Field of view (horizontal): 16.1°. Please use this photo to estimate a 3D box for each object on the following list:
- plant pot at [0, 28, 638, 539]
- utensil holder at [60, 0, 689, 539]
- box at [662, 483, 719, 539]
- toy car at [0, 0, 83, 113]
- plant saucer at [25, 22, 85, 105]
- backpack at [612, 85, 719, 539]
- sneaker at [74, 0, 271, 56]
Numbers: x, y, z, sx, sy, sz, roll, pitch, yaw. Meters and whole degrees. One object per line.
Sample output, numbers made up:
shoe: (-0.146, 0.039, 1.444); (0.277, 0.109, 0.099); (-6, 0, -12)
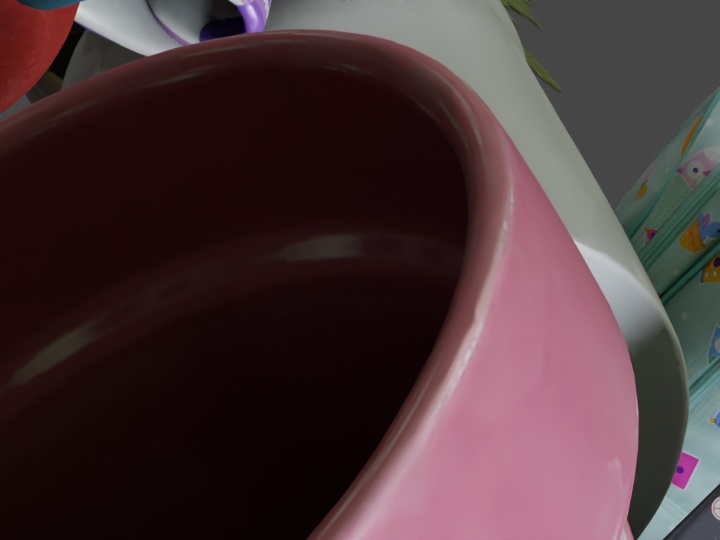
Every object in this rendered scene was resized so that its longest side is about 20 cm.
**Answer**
plant pot: (-0.021, 0.086, 0.465); (0.179, 0.199, 0.200); (55, 6, -31)
utensil holder: (0.000, 0.000, 0.813); (0.170, 0.170, 0.200); (36, 16, -32)
box: (0.096, 0.097, 0.728); (0.035, 0.200, 0.110); (47, 13, 13)
toy car: (-0.109, -0.014, 0.619); (0.177, 0.183, 0.201); (-66, 139, -74)
plant saucer: (-0.050, -0.070, 1.024); (0.198, 0.030, 0.200); (14, 24, -6)
backpack: (0.144, 0.010, 0.876); (0.126, 0.200, 0.167); (39, 42, 5)
sneaker: (-0.022, -0.105, 0.773); (0.199, 0.073, 0.115); (1, 54, -26)
